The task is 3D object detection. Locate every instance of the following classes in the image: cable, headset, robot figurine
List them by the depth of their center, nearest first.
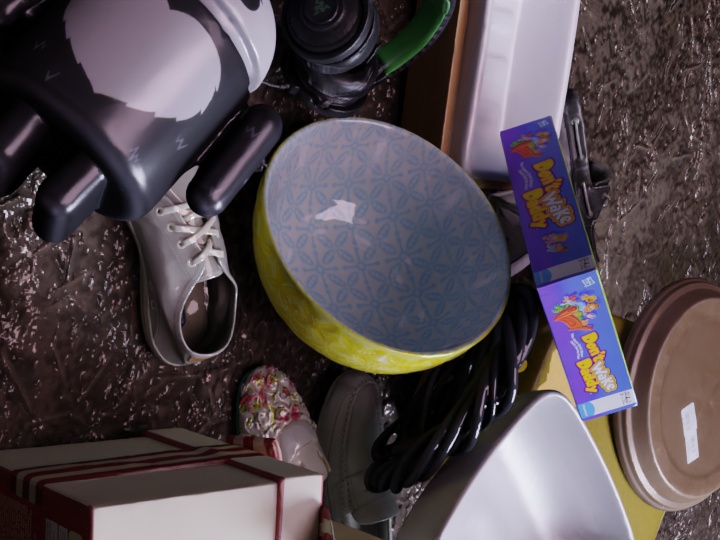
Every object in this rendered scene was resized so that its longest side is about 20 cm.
[{"bbox_3d":[-0.136,-0.112,0.830,0.201,0.124,0.151,-50,132,-21],"label":"robot figurine"},{"bbox_3d":[-0.015,-0.145,0.991,0.198,0.095,0.124,-27,159,-13],"label":"headset"},{"bbox_3d":[0.073,0.097,1.058,0.051,0.163,0.201,37,100,-10],"label":"cable"}]

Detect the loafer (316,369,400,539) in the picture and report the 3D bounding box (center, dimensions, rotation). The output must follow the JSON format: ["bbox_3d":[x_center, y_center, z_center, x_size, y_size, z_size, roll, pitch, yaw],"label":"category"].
[{"bbox_3d":[0.003,0.180,1.141,0.070,0.069,0.203,-19,114,-48],"label":"loafer"}]

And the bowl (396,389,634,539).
[{"bbox_3d":[0.111,0.209,1.065,0.200,0.074,0.201,-46,120,-33],"label":"bowl"}]

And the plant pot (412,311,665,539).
[{"bbox_3d":[0.156,0.118,1.234,0.200,0.193,0.197,43,66,-43],"label":"plant pot"}]

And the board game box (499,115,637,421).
[{"bbox_3d":[0.157,-0.005,1.083,0.201,0.044,0.135,-95,165,-52],"label":"board game box"}]

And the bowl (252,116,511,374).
[{"bbox_3d":[0.000,0.000,1.040,0.200,0.200,0.108,-34,169,-42],"label":"bowl"}]

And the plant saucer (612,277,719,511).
[{"bbox_3d":[0.286,0.108,1.215,0.198,0.029,0.203,-7,100,-43],"label":"plant saucer"}]

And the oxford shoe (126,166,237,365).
[{"bbox_3d":[-0.118,-0.029,0.940,0.075,0.057,0.203,-24,116,-42],"label":"oxford shoe"}]

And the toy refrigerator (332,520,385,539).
[{"bbox_3d":[-0.050,0.211,0.976,0.070,0.198,0.077,-4,104,-51],"label":"toy refrigerator"}]

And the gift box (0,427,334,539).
[{"bbox_3d":[-0.118,0.204,0.865,0.185,0.199,0.187,-1,101,-41],"label":"gift box"}]

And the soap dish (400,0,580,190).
[{"bbox_3d":[0.105,-0.170,1.169,0.156,0.081,0.203,0,100,-52],"label":"soap dish"}]

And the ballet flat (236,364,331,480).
[{"bbox_3d":[-0.049,0.169,1.078,0.075,0.063,0.203,-27,119,-43],"label":"ballet flat"}]

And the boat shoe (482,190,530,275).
[{"bbox_3d":[0.096,-0.038,1.197,0.201,0.074,0.087,-33,139,-34],"label":"boat shoe"}]

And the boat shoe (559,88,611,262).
[{"bbox_3d":[0.198,-0.074,1.304,0.072,0.070,0.201,-103,172,-53],"label":"boat shoe"}]
